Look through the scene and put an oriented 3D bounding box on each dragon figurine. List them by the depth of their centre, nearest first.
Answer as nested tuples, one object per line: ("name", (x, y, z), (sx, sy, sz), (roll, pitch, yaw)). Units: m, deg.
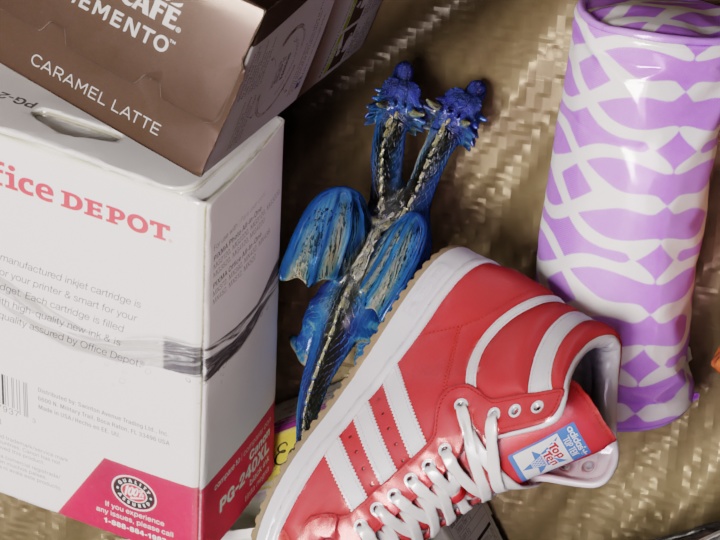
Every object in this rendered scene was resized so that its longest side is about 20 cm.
("dragon figurine", (0.000, 0.000, 1.281), (0.059, 0.201, 0.100), (21, 153, 13))

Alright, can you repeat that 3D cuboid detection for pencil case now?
("pencil case", (0.124, -0.025, 1.262), (0.085, 0.084, 0.201), (-3, 116, -20))

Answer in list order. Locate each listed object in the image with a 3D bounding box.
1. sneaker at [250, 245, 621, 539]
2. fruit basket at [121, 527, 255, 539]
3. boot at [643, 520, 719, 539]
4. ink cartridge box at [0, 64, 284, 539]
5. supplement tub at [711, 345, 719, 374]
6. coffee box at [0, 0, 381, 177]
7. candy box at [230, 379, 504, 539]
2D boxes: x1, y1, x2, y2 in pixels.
("sneaker", (0.036, 0.091, 1.216), (0.112, 0.071, 0.201), (23, 76, 34))
("fruit basket", (-0.042, 0.207, 1.330), (0.199, 0.094, 0.186), (-10, 106, 26))
("boot", (0.123, 0.139, 1.202), (0.199, 0.174, 0.070), (-22, 82, 0))
("ink cartridge box", (-0.114, 0.011, 1.274), (0.144, 0.083, 0.201), (18, 127, 20))
("supplement tub", (0.256, 0.069, 1.224), (0.200, 0.123, 0.123), (40, 117, 3))
("coffee box", (-0.065, -0.127, 1.223), (0.114, 0.200, 0.080), (28, 116, 7))
("candy box", (0.004, 0.158, 1.380), (0.136, 0.061, 0.201), (-22, 100, 25))
